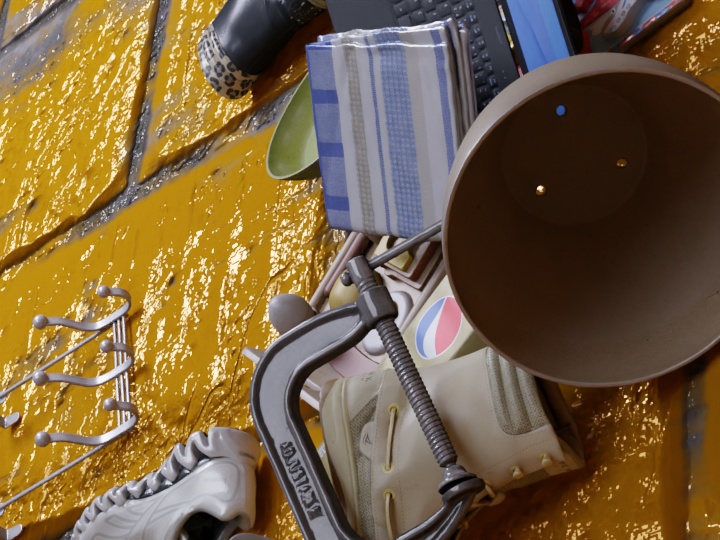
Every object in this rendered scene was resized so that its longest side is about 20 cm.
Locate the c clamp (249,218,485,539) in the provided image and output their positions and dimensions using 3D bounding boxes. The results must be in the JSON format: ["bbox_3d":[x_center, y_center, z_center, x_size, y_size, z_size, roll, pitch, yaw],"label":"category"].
[{"bbox_3d":[0.014,0.086,1.264,0.170,0.027,0.201,-25,71,15],"label":"c clamp"}]

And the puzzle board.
[{"bbox_3d":[0.149,-0.192,1.494,0.200,0.017,0.152,-36,41,32],"label":"puzzle board"}]

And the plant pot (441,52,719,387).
[{"bbox_3d":[0.142,-0.049,1.256,0.201,0.200,0.135,-50,19,16],"label":"plant pot"}]

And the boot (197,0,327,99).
[{"bbox_3d":[-0.085,-0.259,1.814,0.154,0.073,0.204,-45,35,28],"label":"boot"}]

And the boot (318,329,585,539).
[{"bbox_3d":[0.068,0.149,1.288,0.154,0.073,0.202,-16,80,16],"label":"boot"}]

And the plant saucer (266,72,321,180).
[{"bbox_3d":[0.001,-0.145,1.614,0.200,0.031,0.200,-45,21,23],"label":"plant saucer"}]

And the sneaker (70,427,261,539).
[{"bbox_3d":[-0.151,0.198,1.566,0.200,0.075,0.082,-38,48,31],"label":"sneaker"}]

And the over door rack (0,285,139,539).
[{"bbox_3d":[-0.272,0.120,1.788,0.200,0.066,0.148,-41,37,28],"label":"over door rack"}]

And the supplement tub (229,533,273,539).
[{"bbox_3d":[-0.097,0.287,1.352,0.200,0.144,0.145,-51,34,14],"label":"supplement tub"}]

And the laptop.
[{"bbox_3d":[0.060,-0.157,1.402,0.199,0.103,0.179,-20,80,25],"label":"laptop"}]

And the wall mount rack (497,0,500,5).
[{"bbox_3d":[0.128,-0.285,1.526,0.200,0.075,0.174,-46,16,4],"label":"wall mount rack"}]

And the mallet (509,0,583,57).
[{"bbox_3d":[0.079,-0.126,1.476,0.200,0.041,0.066,-44,39,18],"label":"mallet"}]

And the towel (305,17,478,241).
[{"bbox_3d":[0.023,-0.095,1.416,0.200,0.024,0.148,6,104,60],"label":"towel"}]

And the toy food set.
[{"bbox_3d":[0.000,0.000,1.509,0.201,0.060,0.143,-59,33,-1],"label":"toy food set"}]

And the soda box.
[{"bbox_3d":[0.059,0.075,1.370,0.201,0.067,0.064,-53,33,12],"label":"soda box"}]
